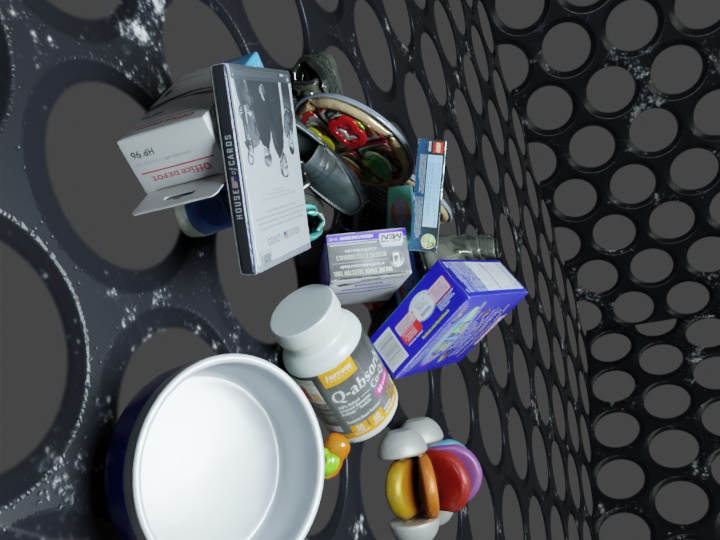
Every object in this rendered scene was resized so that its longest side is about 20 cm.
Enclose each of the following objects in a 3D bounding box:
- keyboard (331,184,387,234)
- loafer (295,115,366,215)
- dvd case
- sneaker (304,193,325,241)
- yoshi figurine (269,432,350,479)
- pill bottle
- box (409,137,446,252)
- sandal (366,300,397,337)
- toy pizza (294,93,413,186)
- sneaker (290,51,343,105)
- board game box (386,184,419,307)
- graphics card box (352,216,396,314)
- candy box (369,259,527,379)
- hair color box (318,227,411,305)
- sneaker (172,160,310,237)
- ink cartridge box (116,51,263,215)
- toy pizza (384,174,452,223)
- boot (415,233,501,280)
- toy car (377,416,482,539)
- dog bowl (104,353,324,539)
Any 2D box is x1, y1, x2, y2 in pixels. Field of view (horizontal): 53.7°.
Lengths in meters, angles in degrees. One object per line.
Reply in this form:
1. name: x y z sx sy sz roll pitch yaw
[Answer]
1. keyboard: 0.002 -0.061 1.161 0.125 0.021 0.205 18 60 -24
2. loafer: -0.069 -0.151 0.995 0.201 0.068 0.071 45 14 -14
3. dvd case: -0.100 -0.110 0.756 0.150 0.024 0.205 -33 119 -69
4. sneaker: -0.081 -0.060 0.961 0.200 0.089 0.079 -48 123 -61
5. yoshi figurine: -0.089 0.207 0.821 0.199 0.111 0.114 -5 67 -63
6. pill bottle: -0.035 0.124 0.949 0.202 0.114 0.118 61 29 -33
7. box: 0.094 -0.110 0.978 0.200 0.037 0.140 -61 154 -77
8. sandal: 0.034 0.123 1.137 0.200 0.053 0.084 -49 146 -55
9. toy pizza: -0.015 -0.180 1.044 0.201 0.197 0.032 51 60 -46
10. sneaker: -0.056 -0.244 1.123 0.114 0.075 0.204 -36 109 -62
11. board game box: 0.078 -0.012 1.163 0.154 0.044 0.203 -85 165 -50
12. graphics card box: 0.031 -0.031 1.245 0.125 0.050 0.205 40 43 -54
13. candy box: 0.130 0.066 1.037 0.198 0.170 0.078 0 46 -54
14. hair color box: 0.000 0.000 0.987 0.200 0.106 0.067 122 -39 -77
15. sneaker: -0.130 -0.096 0.845 0.199 0.109 0.079 -31 107 -64
16. ink cartridge box: -0.175 -0.150 0.762 0.202 0.113 0.069 -72 144 -49
17. toy pizza: 0.073 -0.134 1.257 0.032 0.198 0.200 -56 143 -7
18. boot: 0.152 -0.029 1.089 0.200 0.127 0.070 -56 138 -75
19. toy car: 0.122 0.336 1.158 0.199 0.147 0.180 -3 81 -65
20. dog bowl: -0.132 0.184 0.667 0.197 0.078 0.206 11 72 -38
